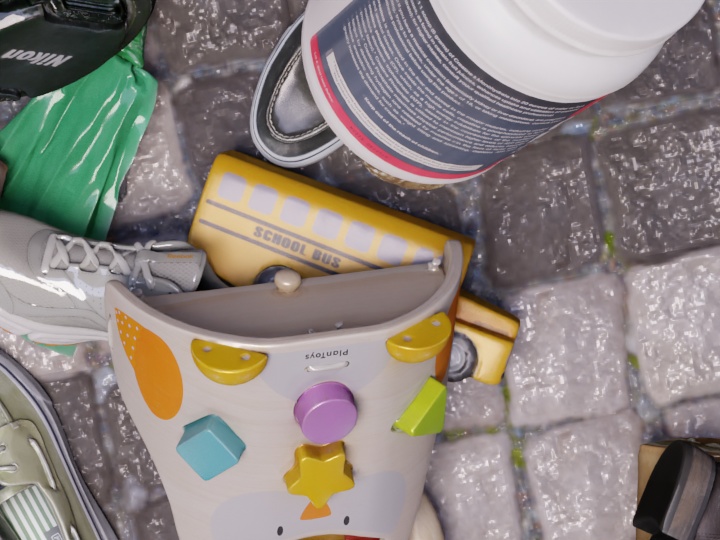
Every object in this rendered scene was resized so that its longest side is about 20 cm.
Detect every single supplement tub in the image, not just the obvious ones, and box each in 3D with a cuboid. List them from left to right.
[{"bbox_3d":[0.069,-0.135,0.914,0.139,0.200,0.142,8,71,-25],"label":"supplement tub"}]

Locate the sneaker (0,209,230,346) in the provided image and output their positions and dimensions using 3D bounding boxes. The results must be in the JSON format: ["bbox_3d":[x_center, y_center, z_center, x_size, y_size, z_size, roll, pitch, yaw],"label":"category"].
[{"bbox_3d":[-0.132,0.004,1.031,0.199,0.076,0.092,25,137,-19],"label":"sneaker"}]

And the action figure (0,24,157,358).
[{"bbox_3d":[-0.175,-0.064,1.094,0.118,0.055,0.201,29,102,4],"label":"action figure"}]

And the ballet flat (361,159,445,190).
[{"bbox_3d":[0.089,-0.113,1.060,0.199,0.065,0.071,-31,61,12],"label":"ballet flat"}]

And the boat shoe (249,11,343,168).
[{"bbox_3d":[0.003,-0.143,1.058,0.072,0.071,0.200,39,99,0],"label":"boat shoe"}]

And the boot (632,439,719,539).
[{"bbox_3d":[0.226,0.202,1.029,0.173,0.069,0.201,22,92,-8],"label":"boot"}]

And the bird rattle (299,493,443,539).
[{"bbox_3d":[-0.005,0.187,1.081,0.198,0.113,0.165,-6,80,3],"label":"bird rattle"}]

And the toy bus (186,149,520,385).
[{"bbox_3d":[0.000,0.000,1.080,0.199,0.065,0.079,20,97,3],"label":"toy bus"}]

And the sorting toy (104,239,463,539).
[{"bbox_3d":[-0.029,0.093,0.996,0.198,0.107,0.181,-7,120,-15],"label":"sorting toy"}]

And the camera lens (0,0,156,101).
[{"bbox_3d":[-0.209,-0.203,1.004,0.159,0.160,0.201,-24,76,8],"label":"camera lens"}]

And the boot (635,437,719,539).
[{"bbox_3d":[0.168,0.199,1.089,0.174,0.066,0.202,3,98,-7],"label":"boot"}]

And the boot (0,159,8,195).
[{"bbox_3d":[-0.279,0.017,1.088,0.199,0.064,0.188,-23,92,22],"label":"boot"}]

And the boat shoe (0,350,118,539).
[{"bbox_3d":[-0.208,0.125,1.115,0.072,0.062,0.201,-35,91,8],"label":"boat shoe"}]
